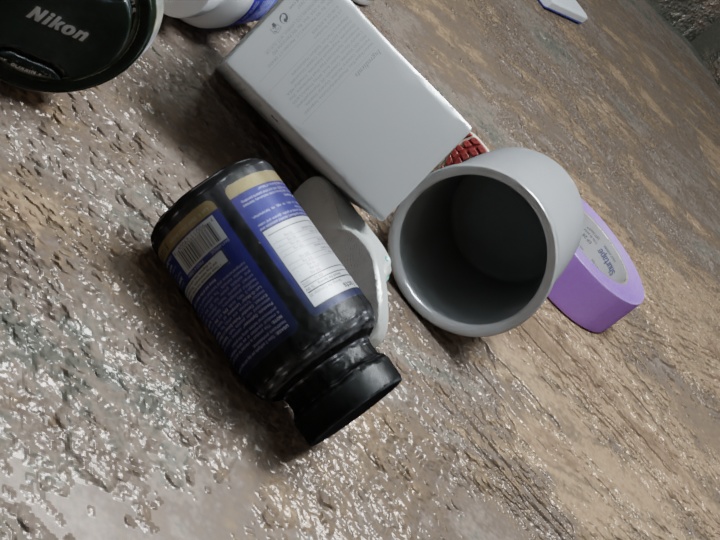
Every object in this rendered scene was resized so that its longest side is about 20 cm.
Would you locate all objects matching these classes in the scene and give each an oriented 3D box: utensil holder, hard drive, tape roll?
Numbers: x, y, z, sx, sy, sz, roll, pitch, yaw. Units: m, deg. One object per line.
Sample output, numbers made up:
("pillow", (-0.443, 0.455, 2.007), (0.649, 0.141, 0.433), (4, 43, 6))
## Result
("utensil holder", (0.138, -0.037, 1.282), (0.170, 0.170, 0.200), (51, 22, 3))
("hard drive", (0.410, -0.604, 2.674), (0.200, 0.025, 0.132), (0, 55, -58))
("tape roll", (0.278, -0.020, 1.600), (0.200, 0.066, 0.201), (37, 27, -23))

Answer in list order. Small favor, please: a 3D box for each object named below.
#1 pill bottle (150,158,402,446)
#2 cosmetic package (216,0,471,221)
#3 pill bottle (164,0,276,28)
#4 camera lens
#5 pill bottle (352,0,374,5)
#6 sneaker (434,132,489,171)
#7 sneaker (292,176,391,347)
("pill bottle", (-0.060, 0.025, 0.929), (0.200, 0.112, 0.112), (55, 25, 9))
("cosmetic package", (-0.023, -0.163, 1.162), (0.200, 0.123, 0.199), (43, 0, -11))
("pill bottle", (-0.139, -0.305, 1.257), (0.112, 0.112, 0.200), (50, 25, 1))
("camera lens", (-0.240, -0.250, 0.957), (0.160, 0.160, 0.201), (27, 33, -39))
("pill bottle", (0.039, -0.467, 1.668), (0.120, 0.200, 0.120), (38, 27, -23))
("sneaker", (0.156, -0.082, 1.490), (0.201, 0.078, 0.082), (59, 21, -2))
("sneaker", (0.000, 0.000, 1.114), (0.088, 0.075, 0.201), (34, 27, -41))
